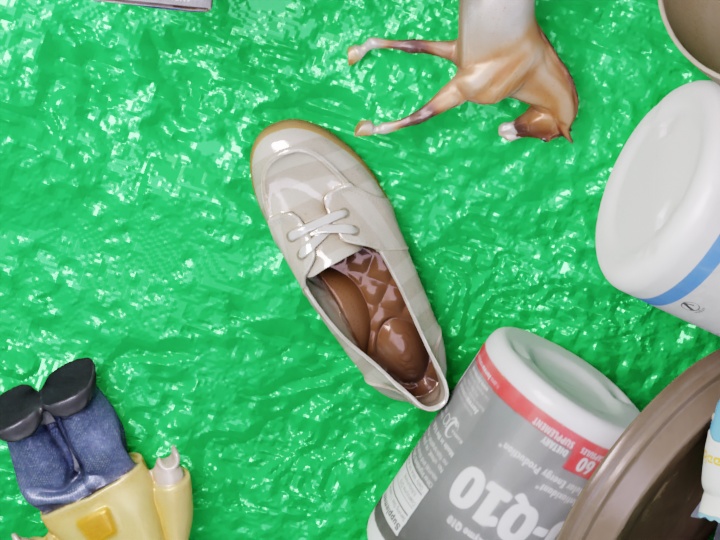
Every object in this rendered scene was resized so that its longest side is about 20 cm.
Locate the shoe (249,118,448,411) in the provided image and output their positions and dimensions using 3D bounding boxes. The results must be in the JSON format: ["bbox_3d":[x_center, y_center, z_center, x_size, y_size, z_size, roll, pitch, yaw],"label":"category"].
[{"bbox_3d":[0.000,0.000,1.086,0.070,0.053,0.200,-29,114,4],"label":"shoe"}]

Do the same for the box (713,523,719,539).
[{"bbox_3d":[0.289,0.237,1.178,0.199,0.043,0.161,24,81,-35],"label":"box"}]

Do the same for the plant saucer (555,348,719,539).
[{"bbox_3d":[0.185,0.134,1.120,0.200,0.029,0.201,-37,147,-28],"label":"plant saucer"}]

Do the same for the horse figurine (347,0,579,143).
[{"bbox_3d":[0.057,-0.153,1.033,0.132,0.050,0.201,-5,116,-1],"label":"horse figurine"}]

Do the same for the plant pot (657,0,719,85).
[{"bbox_3d":[0.280,-0.152,1.006,0.200,0.201,0.134,-44,133,10],"label":"plant pot"}]

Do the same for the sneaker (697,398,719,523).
[{"bbox_3d":[0.277,0.105,1.083,0.199,0.076,0.081,0,96,-43],"label":"sneaker"}]

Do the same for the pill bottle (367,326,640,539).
[{"bbox_3d":[0.075,0.145,1.128,0.114,0.114,0.200,27,106,-19],"label":"pill bottle"}]

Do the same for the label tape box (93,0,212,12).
[{"bbox_3d":[-0.096,-0.244,0.916,0.063,0.144,0.201,4,112,-11],"label":"label tape box"}]

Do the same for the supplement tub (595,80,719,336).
[{"bbox_3d":[0.250,-0.014,1.080,0.199,0.132,0.132,23,108,-17],"label":"supplement tub"}]

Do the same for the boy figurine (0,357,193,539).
[{"bbox_3d":[-0.156,0.156,1.123,0.124,0.064,0.201,-23,111,-2],"label":"boy figurine"}]
